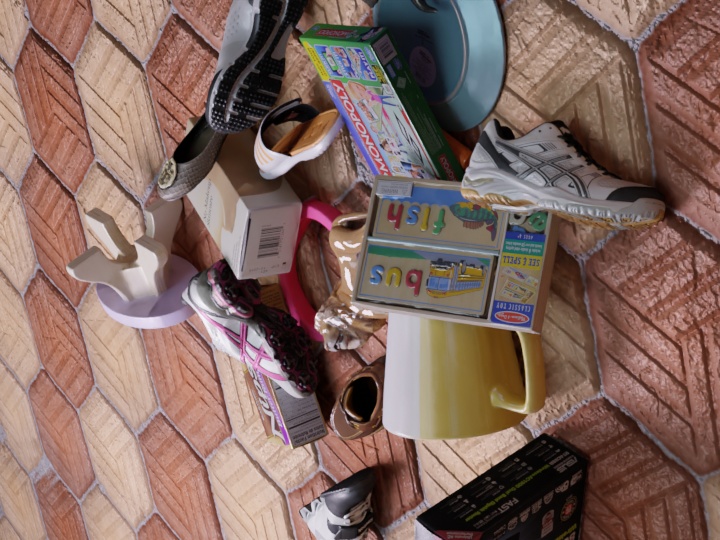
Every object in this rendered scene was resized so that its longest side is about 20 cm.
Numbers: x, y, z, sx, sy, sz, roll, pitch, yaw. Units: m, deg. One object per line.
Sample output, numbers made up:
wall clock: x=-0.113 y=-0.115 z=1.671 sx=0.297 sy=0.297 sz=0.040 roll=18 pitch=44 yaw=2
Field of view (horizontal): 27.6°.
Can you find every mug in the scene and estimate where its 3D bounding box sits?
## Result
mug: x=0.107 y=0.075 z=1.474 sx=0.185 sy=0.149 sz=0.155 roll=-1 pitch=101 yaw=21

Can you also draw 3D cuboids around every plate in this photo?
plate: x=0.067 y=-0.231 z=1.434 sx=0.200 sy=0.025 sz=0.202 roll=32 pitch=132 yaw=43

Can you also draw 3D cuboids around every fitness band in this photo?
fitness band: x=-0.048 y=0.000 z=1.724 sx=0.144 sy=0.037 sz=0.200 roll=57 pitch=147 yaw=16

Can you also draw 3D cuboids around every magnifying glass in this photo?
magnifying glass: x=0.041 y=-0.161 z=1.495 sx=0.200 sy=0.022 sz=0.080 roll=38 pitch=165 yaw=28

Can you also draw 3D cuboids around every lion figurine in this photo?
lion figurine: x=0.000 y=0.000 z=1.595 sx=0.122 sy=0.072 sz=0.202 roll=13 pitch=120 yaw=31

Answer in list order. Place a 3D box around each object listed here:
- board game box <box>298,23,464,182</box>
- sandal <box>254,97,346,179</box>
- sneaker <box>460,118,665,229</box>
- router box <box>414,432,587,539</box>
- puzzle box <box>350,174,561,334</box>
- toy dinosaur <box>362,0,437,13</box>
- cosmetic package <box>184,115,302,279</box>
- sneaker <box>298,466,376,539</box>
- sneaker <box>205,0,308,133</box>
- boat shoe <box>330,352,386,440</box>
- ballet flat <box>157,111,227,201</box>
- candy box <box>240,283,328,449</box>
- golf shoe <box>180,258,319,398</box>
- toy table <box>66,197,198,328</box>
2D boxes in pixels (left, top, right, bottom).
board game box: x=0.027 y=-0.153 z=1.464 sx=0.134 sy=0.029 sz=0.201 roll=16 pitch=142 yaw=56
sandal: x=-0.073 y=-0.157 z=1.603 sx=0.059 sy=0.079 sz=0.206 roll=40 pitch=160 yaw=-14
sneaker: x=0.181 y=-0.090 z=1.303 sx=0.199 sy=0.075 sz=0.089 roll=13 pitch=85 yaw=33
router box: x=0.138 y=0.274 z=1.457 sx=0.062 sy=0.199 sz=0.151 roll=29 pitch=132 yaw=37
puzzle box: x=0.090 y=-0.018 z=1.400 sx=0.198 sy=0.025 sz=0.134 roll=7 pitch=83 yaw=30
toy dinosaur: x=0.004 y=-0.319 z=1.392 sx=0.200 sy=0.077 sz=0.103 roll=42 pitch=100 yaw=29
cosmetic package: x=-0.145 y=-0.091 z=1.737 sx=0.200 sy=0.070 sz=0.106 roll=53 pitch=142 yaw=44
sneaker: x=-0.012 y=0.305 z=1.821 sx=0.089 sy=0.074 sz=0.200 roll=61 pitch=156 yaw=11
sneaker: x=-0.120 y=-0.247 z=1.615 sx=0.080 sy=0.073 sz=0.201 roll=33 pitch=101 yaw=54
boat shoe: x=0.004 y=0.148 z=1.705 sx=0.072 sy=0.067 sz=0.200 roll=60 pitch=147 yaw=13
ballet flat: x=-0.173 y=-0.166 z=1.690 sx=0.200 sy=0.046 sz=0.067 roll=-48 pitch=45 yaw=6
candy box: x=-0.110 y=0.119 z=1.849 sx=0.117 sy=0.056 sz=0.202 roll=-4 pitch=104 yaw=70
golf shoe: x=-0.130 y=0.077 z=1.757 sx=0.092 sy=0.073 sz=0.200 roll=-29 pitch=106 yaw=38
toy table: x=-0.303 y=-0.011 z=1.979 sx=0.199 sy=0.184 sz=0.118 roll=12 pitch=135 yaw=39
